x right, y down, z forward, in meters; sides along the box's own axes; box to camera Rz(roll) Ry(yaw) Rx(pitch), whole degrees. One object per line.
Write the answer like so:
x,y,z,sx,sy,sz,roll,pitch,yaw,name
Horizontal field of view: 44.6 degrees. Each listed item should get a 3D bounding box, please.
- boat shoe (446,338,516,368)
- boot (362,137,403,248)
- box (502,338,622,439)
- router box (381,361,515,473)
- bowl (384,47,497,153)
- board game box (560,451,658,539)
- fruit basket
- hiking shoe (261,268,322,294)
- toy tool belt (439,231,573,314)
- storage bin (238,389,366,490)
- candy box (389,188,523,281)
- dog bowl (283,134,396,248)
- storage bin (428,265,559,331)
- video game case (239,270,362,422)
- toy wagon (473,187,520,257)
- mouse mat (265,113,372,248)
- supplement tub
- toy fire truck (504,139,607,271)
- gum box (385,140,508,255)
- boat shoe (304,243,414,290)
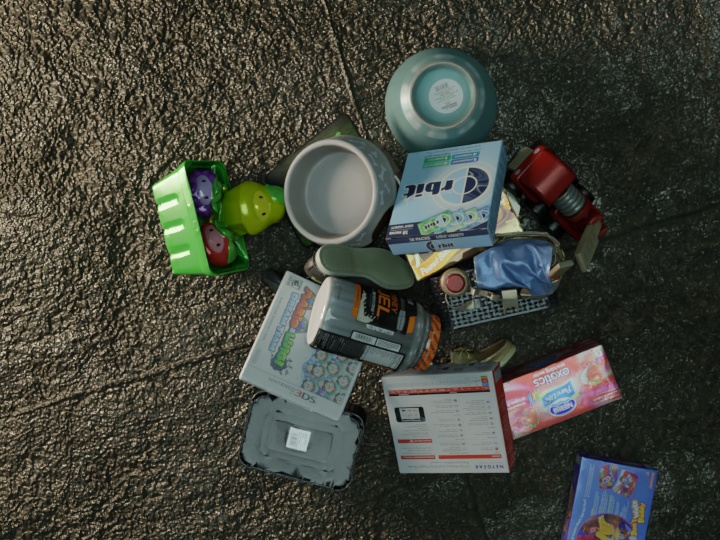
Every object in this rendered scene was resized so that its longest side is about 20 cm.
0.176,0.171,1.532,0.200,0.074,0.066,-33,95,3,boat shoe
-0.012,-0.132,1.545,0.146,0.070,0.200,37,99,11,boot
0.332,0.203,1.514,0.199,0.095,0.103,-21,91,3,box
0.148,0.251,1.486,0.199,0.049,0.180,-6,102,24,router box
0.139,-0.293,1.507,0.200,0.105,0.202,0,91,4,bowl
0.431,0.430,1.539,0.134,0.045,0.201,10,92,3,board game box
-0.232,-0.096,1.519,0.215,0.155,0.216,3,97,22,fruit basket
-0.072,0.023,1.550,0.199,0.076,0.101,21,84,-7,hiking shoe
0.223,0.005,1.363,0.199,0.123,0.125,-10,90,4,toy tool belt
-0.099,0.288,1.534,0.199,0.094,0.136,14,93,2,storage bin
0.162,-0.074,1.495,0.199,0.055,0.116,-25,87,5,candy box
-0.041,-0.131,1.486,0.199,0.059,0.201,1,92,24,dog bowl
0.223,0.034,1.494,0.199,0.135,0.094,-14,91,3,storage bin
-0.082,0.127,1.478,0.182,0.024,0.201,25,73,-7,video game case
0.176,-0.108,1.542,0.199,0.040,0.156,14,92,3,toy wagon
-0.062,-0.154,1.529,0.200,0.008,0.161,-35,78,20,mouse mat
0.022,0.092,1.435,0.199,0.123,0.123,17,92,-11,supplement tub
0.332,-0.101,1.435,0.129,0.200,0.176,-47,116,2,toy fire truck
0.144,-0.120,1.431,0.169,0.045,0.200,-5,47,24,gum box
0.000,0.000,1.501,0.201,0.061,0.072,12,62,-33,boat shoe
